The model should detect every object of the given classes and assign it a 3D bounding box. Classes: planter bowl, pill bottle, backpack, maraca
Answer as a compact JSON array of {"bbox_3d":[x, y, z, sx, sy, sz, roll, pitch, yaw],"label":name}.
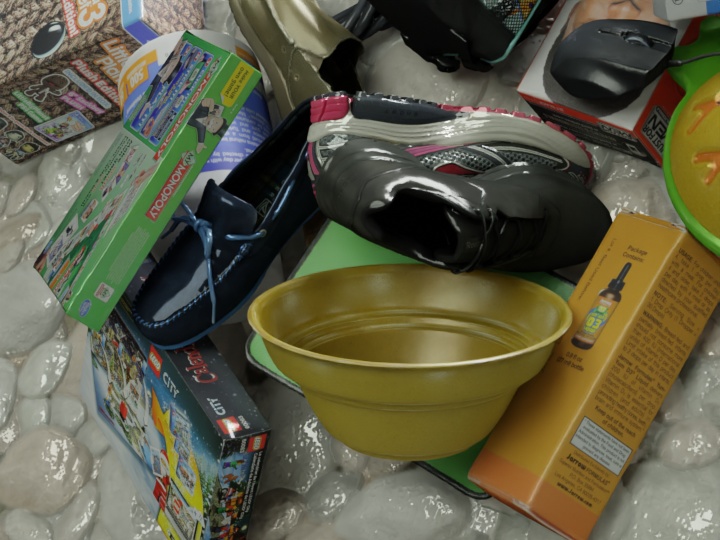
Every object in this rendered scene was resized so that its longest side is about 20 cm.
[{"bbox_3d":[0.030,0.063,1.199,0.199,0.200,0.084,12,110,36],"label":"planter bowl"},{"bbox_3d":[-0.112,-0.066,1.420,0.111,0.112,0.201,-25,56,20],"label":"pill bottle"},{"bbox_3d":[0.091,-0.256,1.349,0.200,0.153,0.176,-47,13,-6],"label":"backpack"},{"bbox_3d":[0.253,-0.084,1.201,0.136,0.107,0.201,-5,55,3],"label":"maraca"}]

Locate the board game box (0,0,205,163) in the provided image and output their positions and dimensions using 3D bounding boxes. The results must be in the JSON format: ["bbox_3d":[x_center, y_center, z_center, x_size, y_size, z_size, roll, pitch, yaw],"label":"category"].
[{"bbox_3d":[-0.233,-0.207,1.576,0.199,0.097,0.161,-21,57,22],"label":"board game box"}]

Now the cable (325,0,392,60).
[{"bbox_3d":[-0.028,-0.249,1.504,0.163,0.051,0.201,-34,57,20],"label":"cable"}]

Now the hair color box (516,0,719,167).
[{"bbox_3d":[0.201,-0.181,1.311,0.101,0.061,0.201,23,81,37],"label":"hair color box"}]

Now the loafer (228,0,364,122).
[{"bbox_3d":[-0.036,-0.164,1.413,0.067,0.076,0.201,-24,87,28],"label":"loafer"}]

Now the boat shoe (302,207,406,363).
[{"bbox_3d":[0.000,0.000,1.340,0.071,0.065,0.202,-5,67,6],"label":"boat shoe"}]

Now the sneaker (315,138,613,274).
[{"bbox_3d":[0.073,-0.027,1.224,0.091,0.198,0.077,-126,44,-62],"label":"sneaker"}]

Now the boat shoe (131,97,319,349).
[{"bbox_3d":[-0.088,-0.040,1.301,0.084,0.069,0.200,28,73,33],"label":"boat shoe"}]

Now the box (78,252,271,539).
[{"bbox_3d":[-0.133,0.096,1.350,0.200,0.037,0.137,52,140,38],"label":"box"}]

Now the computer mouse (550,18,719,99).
[{"bbox_3d":[0.197,-0.139,1.204,0.199,0.034,0.059,0,39,43],"label":"computer mouse"}]

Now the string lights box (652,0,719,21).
[{"bbox_3d":[0.278,-0.222,1.207,0.198,0.059,0.104,-8,101,1],"label":"string lights box"}]

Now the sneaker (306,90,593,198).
[{"bbox_3d":[0.059,-0.073,1.293,0.081,0.198,0.075,-168,83,-75],"label":"sneaker"}]

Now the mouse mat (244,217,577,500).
[{"bbox_3d":[0.042,0.039,1.280,0.199,0.008,0.161,29,74,17],"label":"mouse mat"}]

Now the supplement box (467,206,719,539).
[{"bbox_3d":[0.151,0.065,1.211,0.066,0.069,0.201,23,82,54],"label":"supplement box"}]

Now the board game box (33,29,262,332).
[{"bbox_3d":[-0.148,-0.065,1.316,0.201,0.029,0.135,-57,23,1],"label":"board game box"}]
